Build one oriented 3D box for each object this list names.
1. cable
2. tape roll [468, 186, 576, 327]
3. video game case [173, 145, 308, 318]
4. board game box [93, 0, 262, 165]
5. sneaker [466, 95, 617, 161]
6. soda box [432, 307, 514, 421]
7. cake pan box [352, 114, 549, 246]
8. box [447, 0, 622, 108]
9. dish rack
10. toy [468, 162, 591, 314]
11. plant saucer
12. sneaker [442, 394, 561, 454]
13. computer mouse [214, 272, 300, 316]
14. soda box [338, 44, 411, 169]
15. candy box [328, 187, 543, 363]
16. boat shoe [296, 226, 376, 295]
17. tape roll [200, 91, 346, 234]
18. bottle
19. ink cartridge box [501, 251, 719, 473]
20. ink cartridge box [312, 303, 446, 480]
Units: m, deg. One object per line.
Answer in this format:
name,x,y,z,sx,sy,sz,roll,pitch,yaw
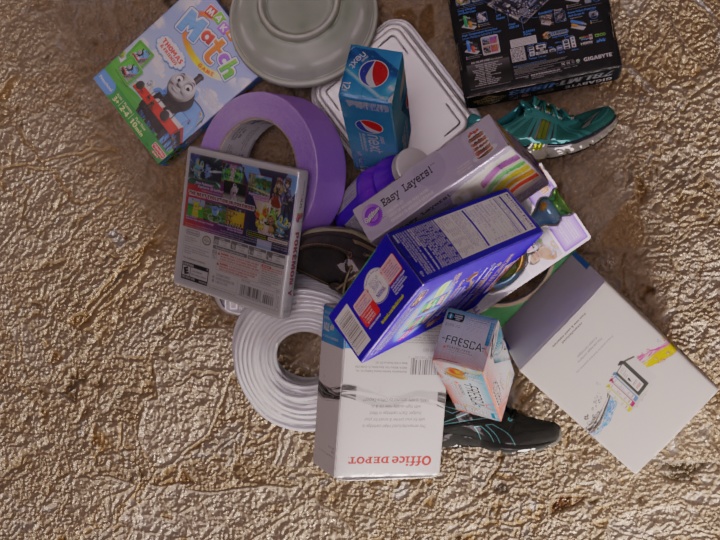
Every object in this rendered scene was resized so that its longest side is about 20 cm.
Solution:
cable,-0.072,0.109,1.386,0.199,0.069,0.200,39,105,-7
tape roll,0.178,-0.029,1.377,0.198,0.048,0.203,0,93,9
video game case,-0.154,-0.052,1.346,0.199,0.023,0.184,16,103,37
board game box,-0.239,-0.265,1.439,0.200,0.037,0.152,-39,86,8
sneaker,0.226,-0.178,1.328,0.198,0.078,0.081,-13,102,-7
soda box,0.138,0.116,1.273,0.063,0.200,0.069,12,70,18
cake pan box,0.106,-0.084,1.236,0.199,0.184,0.053,-34,68,14
box,0.212,-0.321,1.338,0.198,0.050,0.201,-11,77,8
dish rack,0.043,-0.211,1.393,0.171,0.044,0.201,-38,86,10
toy,0.173,-0.032,1.329,0.199,0.047,0.116,-35,86,8
plant saucer,-0.077,-0.337,1.375,0.198,0.050,0.203,-2,76,6
sneaker,0.160,0.192,1.377,0.197,0.075,0.080,2,91,9
computer mouse,-0.096,0.021,1.428,0.197,0.044,0.111,1,97,3
soda box,0.021,-0.186,1.270,0.063,0.200,0.069,10,73,8
candy box,0.085,0.004,1.210,0.077,0.199,0.169,55,140,17
boat shoe,0.000,0.000,1.346,0.198,0.074,0.075,11,129,-24
tape roll,-0.116,-0.126,1.372,0.198,0.065,0.203,3,95,35
bottle,0.030,-0.094,1.319,0.083,0.200,0.066,3,73,-18
ink cartridge box,0.296,0.109,1.290,0.200,0.147,0.145,42,98,-12
ink cartridge box,0.026,0.146,1.311,0.145,0.086,0.203,3,94,-25
